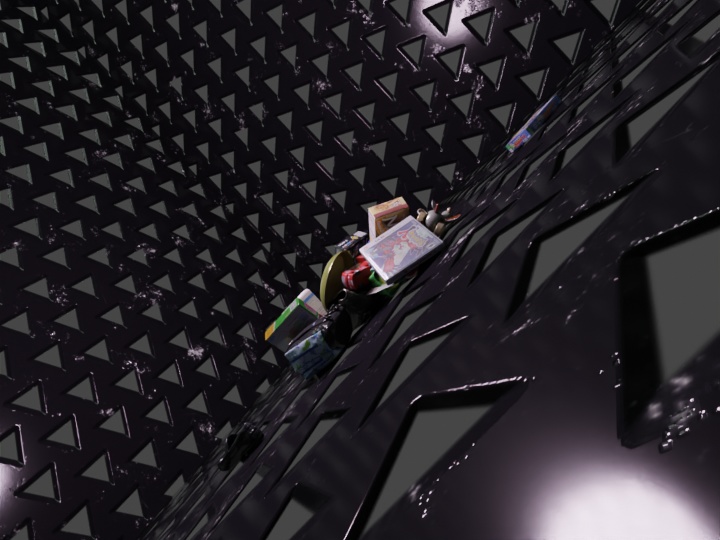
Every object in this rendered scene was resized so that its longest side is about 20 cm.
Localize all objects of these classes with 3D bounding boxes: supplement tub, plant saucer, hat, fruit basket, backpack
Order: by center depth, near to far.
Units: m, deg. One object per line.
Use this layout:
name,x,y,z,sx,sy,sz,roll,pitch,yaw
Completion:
fruit basket,0.110,-0.014,1.433,0.186,0.094,0.200,-47,5,-31
backpack,-0.119,0.208,1.442,0.196,0.157,0.163,-22,12,20
plant saucer,-0.075,0.037,1.574,0.199,0.030,0.205,13,-91,-70
supplement tub,-0.146,0.173,1.667,0.132,0.200,0.132,-44,0,0
hat,0.023,0.083,1.688,0.201,0.081,0.201,-49,-7,-8

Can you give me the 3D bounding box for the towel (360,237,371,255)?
towel,0.105,-0.094,1.705,0.201,0.145,0.050,-53,39,23

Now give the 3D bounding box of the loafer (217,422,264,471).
loafer,-0.333,0.472,1.398,0.201,0.070,0.068,-46,0,31

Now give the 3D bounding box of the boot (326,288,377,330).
boot,-0.047,0.113,1.539,0.128,0.069,0.201,6,-37,-30

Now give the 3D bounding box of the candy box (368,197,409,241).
candy box,0.088,-0.117,1.597,0.113,0.056,0.203,-20,-42,-14

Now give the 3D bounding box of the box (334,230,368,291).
box,-0.032,-0.010,1.729,0.159,0.045,0.205,-38,-42,-53

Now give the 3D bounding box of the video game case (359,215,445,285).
video game case,0.106,-0.059,1.391,0.180,0.023,0.200,-33,34,-4

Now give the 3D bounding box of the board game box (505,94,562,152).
board game box,0.607,-0.514,1.824,0.200,0.034,0.135,-47,2,-18

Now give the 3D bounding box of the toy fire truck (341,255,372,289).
toy fire truck,0.000,0.000,1.558,0.139,0.050,0.198,1,20,45

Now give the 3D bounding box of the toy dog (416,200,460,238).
toy dog,0.250,-0.179,1.648,0.201,0.129,0.098,-69,0,-63

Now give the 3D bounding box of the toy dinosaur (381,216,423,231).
toy dinosaur,0.138,-0.082,1.557,0.136,0.195,0.088,132,142,-51

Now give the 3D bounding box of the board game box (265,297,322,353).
board game box,-0.161,0.196,1.544,0.153,0.199,0.041,-44,28,11
